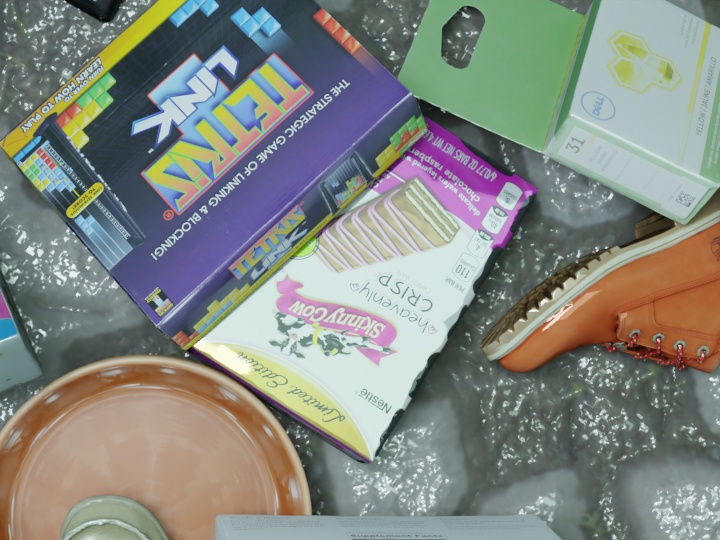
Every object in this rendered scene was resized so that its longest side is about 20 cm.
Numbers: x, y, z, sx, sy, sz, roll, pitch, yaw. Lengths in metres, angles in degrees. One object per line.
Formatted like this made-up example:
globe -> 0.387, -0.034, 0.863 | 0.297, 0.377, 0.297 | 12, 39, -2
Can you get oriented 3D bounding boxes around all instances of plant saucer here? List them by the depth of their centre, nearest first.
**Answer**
plant saucer -> -0.129, 0.149, 0.930 | 0.200, 0.032, 0.201 | 0, 93, -5

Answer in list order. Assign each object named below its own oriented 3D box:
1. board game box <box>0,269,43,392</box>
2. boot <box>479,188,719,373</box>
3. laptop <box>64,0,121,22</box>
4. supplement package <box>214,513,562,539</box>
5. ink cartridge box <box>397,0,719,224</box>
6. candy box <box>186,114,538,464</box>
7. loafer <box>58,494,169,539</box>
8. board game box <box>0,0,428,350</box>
board game box -> -0.282, -0.006, 0.859 | 0.147, 0.064, 0.200 | -24, 68, -11
boot -> 0.176, 0.030, 0.980 | 0.200, 0.075, 0.107 | -27, 92, -11
laptop -> -0.187, -0.300, 1.004 | 0.187, 0.116, 0.200 | 30, 109, -2
supplement package -> 0.018, 0.229, 0.887 | 0.199, 0.111, 0.156 | 2, 99, -12
ink cartridge box -> 0.136, -0.129, 0.974 | 0.200, 0.048, 0.146 | 26, 49, -5
candy box -> 0.000, 0.000, 0.964 | 0.136, 0.061, 0.200 | 32, 81, -2
loafer -> -0.132, 0.228, 0.884 | 0.075, 0.068, 0.201 | -9, 95, -5
board game box -> -0.088, -0.080, 0.928 | 0.200, 0.057, 0.165 | -43, 66, -4
